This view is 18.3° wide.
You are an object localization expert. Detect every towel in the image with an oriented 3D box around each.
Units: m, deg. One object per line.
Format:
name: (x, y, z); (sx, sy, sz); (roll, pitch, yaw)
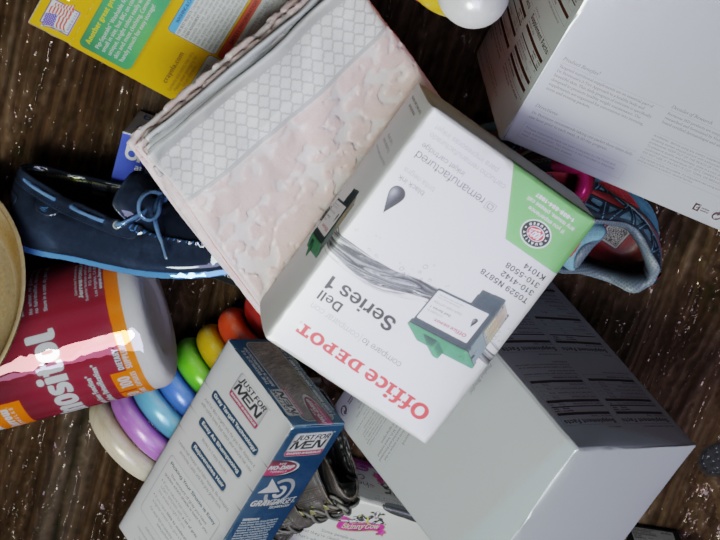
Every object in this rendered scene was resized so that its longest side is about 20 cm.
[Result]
towel: (-0.038, -0.087, 1.559); (0.200, 0.032, 0.191); (-41, 130, -5)

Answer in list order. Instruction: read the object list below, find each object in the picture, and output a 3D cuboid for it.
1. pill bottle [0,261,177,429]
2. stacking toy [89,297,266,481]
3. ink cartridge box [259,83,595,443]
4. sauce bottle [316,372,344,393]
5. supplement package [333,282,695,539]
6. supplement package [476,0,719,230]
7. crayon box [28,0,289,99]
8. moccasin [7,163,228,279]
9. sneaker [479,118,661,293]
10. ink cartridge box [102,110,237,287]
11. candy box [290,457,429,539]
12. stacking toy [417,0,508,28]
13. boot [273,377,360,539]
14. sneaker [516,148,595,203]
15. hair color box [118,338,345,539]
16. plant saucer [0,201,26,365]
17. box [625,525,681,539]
pill bottle: (-0.249, 0.058, 1.709); (0.199, 0.113, 0.113); (-15, 123, 6)
stacking toy: (-0.118, 0.076, 1.765); (0.200, 0.085, 0.085); (-41, 118, 11)
ink cartridge box: (0.043, -0.003, 1.544); (0.146, 0.084, 0.200); (33, 100, -13)
sauce bottle: (0.000, 0.000, 1.729); (0.066, 0.066, 0.201); (0, 124, -6)
supplement package: (0.115, 0.121, 1.711); (0.150, 0.200, 0.152); (3, 129, -46)
supplement package: (0.218, -0.173, 1.594); (0.191, 0.147, 0.200); (21, 118, -18)
crayon box: (-0.118, -0.186, 1.586); (0.199, 0.052, 0.126); (27, 126, -13)
moccasin: (-0.167, -0.038, 1.622); (0.199, 0.081, 0.068); (5, 113, 11)
sneaker: (0.153, -0.047, 1.698); (0.199, 0.096, 0.079); (24, 116, -20)
ink cartridge box: (-0.090, -0.039, 1.672); (0.199, 0.044, 0.094); (21, 120, 4)
candy box: (-0.029, 0.252, 1.887); (0.136, 0.061, 0.200); (18, 119, -16)
stacking toy: (0.071, -0.217, 1.520); (0.145, 0.200, 0.147); (-3, 123, -4)
boot: (-0.062, 0.200, 1.759); (0.069, 0.201, 0.174); (-6, 167, -41)
sneaker: (0.081, -0.028, 1.617); (0.200, 0.075, 0.081); (-38, 98, -6)
hair color box: (-0.101, 0.159, 1.721); (0.060, 0.100, 0.200); (1, 130, -45)
plant saucer: (-0.324, 0.026, 1.658); (0.200, 0.201, 0.035); (-33, 153, 14)
box: (0.165, 0.285, 1.937); (0.199, 0.049, 0.162); (10, 119, -12)
